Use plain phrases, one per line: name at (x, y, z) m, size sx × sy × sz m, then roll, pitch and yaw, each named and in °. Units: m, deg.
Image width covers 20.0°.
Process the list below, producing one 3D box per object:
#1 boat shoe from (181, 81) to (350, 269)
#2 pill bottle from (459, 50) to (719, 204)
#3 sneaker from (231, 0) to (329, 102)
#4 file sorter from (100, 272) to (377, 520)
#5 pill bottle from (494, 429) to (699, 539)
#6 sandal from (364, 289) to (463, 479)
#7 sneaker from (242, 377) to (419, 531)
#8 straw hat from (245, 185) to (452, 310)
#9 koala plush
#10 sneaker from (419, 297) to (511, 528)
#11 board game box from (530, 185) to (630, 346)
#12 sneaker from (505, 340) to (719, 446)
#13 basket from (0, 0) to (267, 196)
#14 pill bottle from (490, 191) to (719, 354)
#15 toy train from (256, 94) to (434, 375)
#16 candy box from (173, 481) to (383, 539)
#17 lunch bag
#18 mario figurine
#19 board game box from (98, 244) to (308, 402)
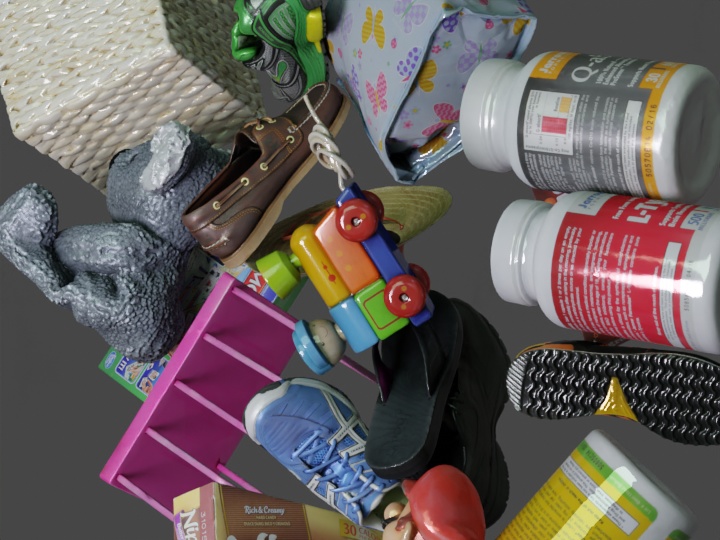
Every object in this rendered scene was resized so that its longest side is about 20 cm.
boat shoe at (-0.082, -0.098, 1.793) m, size 0.070 × 0.070 × 0.201 m, roll -18°, pitch 33°, yaw 57°
pill bottle at (0.189, -0.119, 1.679) m, size 0.199 × 0.116 × 0.117 m, roll 10°, pitch 75°, yaw 32°
sneaker at (-0.078, -0.210, 1.854) m, size 0.085 × 0.200 × 0.079 m, roll -18°, pitch 68°, yaw -5°
file sorter at (-0.093, 0.135, 1.740) m, size 0.125 × 0.139 × 0.201 m, roll 30°, pitch 86°, yaw 33°
pill bottle at (0.157, 0.231, 1.574) m, size 0.200 × 0.111 × 0.111 m, roll -49°, pitch 54°, yaw 4°
sandal at (0.039, 0.078, 1.651) m, size 0.075 × 0.048 × 0.201 m, roll -18°, pitch 38°, yaw 23°
sneaker at (-0.010, 0.153, 1.645) m, size 0.076 × 0.199 × 0.077 m, roll -52°, pitch 31°, yaw 8°
straw hat at (0.000, 0.000, 1.774) m, size 0.200 × 0.201 × 0.086 m, roll -8°, pitch 110°, yaw 28°
koala plush at (-0.190, -0.041, 1.836) m, size 0.184 × 0.177 × 0.200 m, roll 41°, pitch 93°, yaw 25°
sneaker at (0.078, 0.111, 1.686) m, size 0.075 × 0.091 × 0.202 m, roll -18°, pitch 60°, yaw 25°
board game box at (0.208, -0.037, 1.715) m, size 0.102 × 0.019 × 0.201 m, roll -28°, pitch 58°, yaw 19°
sneaker at (0.218, 0.087, 1.626) m, size 0.198 × 0.090 × 0.071 m, roll 7°, pitch 103°, yaw 9°
basket at (-0.222, -0.197, 1.929) m, size 0.199 × 0.198 × 0.162 m, roll -24°, pitch 61°, yaw 19°
pill bottle at (0.209, -0.003, 1.619) m, size 0.199 × 0.112 × 0.113 m, roll 9°, pitch 75°, yaw 32°
toy train at (-0.036, -0.024, 1.627) m, size 0.115 × 0.085 × 0.201 m, roll -32°, pitch 94°, yaw 8°
candy box at (-0.058, 0.248, 1.637) m, size 0.056 × 0.199 × 0.118 m, roll -25°, pitch 57°, yaw 38°
lunch bag at (0.051, -0.203, 1.811) m, size 0.201 × 0.126 × 0.170 m, roll -62°, pitch 40°, yaw 36°
mario figurine at (0.023, 0.239, 1.598) m, size 0.106 × 0.123 × 0.201 m, roll 30°, pitch 94°, yaw 9°
board game box at (-0.140, 0.040, 1.882) m, size 0.134 × 0.029 × 0.201 m, roll 31°, pitch 87°, yaw 37°
